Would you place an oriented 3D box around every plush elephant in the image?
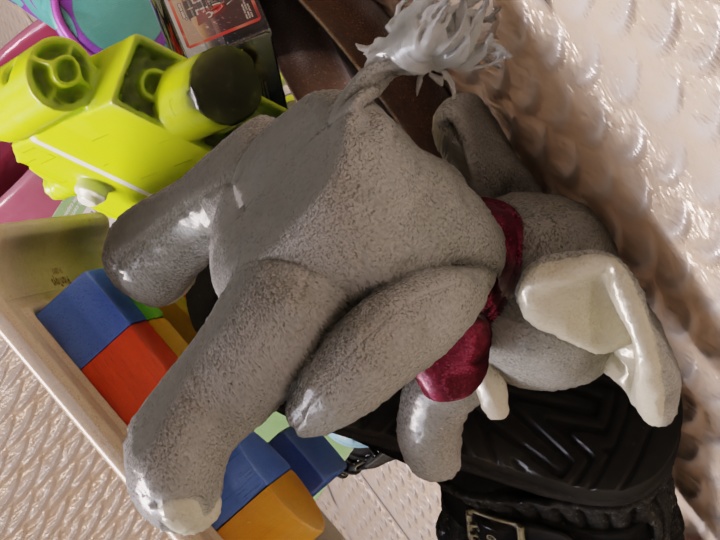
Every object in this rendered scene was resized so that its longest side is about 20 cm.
[{"bbox_3d":[0.022,0.008,1.013,0.154,0.200,0.165,34,-163,-28],"label":"plush elephant"}]

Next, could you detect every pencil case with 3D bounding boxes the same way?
[{"bbox_3d":[-0.149,-0.166,1.558,0.092,0.085,0.200,39,179,-24],"label":"pencil case"}]

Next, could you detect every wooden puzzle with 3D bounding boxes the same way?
[{"bbox_3d":[-0.061,0.058,1.117,0.201,0.046,0.185,54,-171,3],"label":"wooden puzzle"}]

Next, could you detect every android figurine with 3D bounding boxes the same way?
[{"bbox_3d":[-0.069,-0.044,1.173,0.181,0.041,0.200,26,161,-23],"label":"android figurine"}]

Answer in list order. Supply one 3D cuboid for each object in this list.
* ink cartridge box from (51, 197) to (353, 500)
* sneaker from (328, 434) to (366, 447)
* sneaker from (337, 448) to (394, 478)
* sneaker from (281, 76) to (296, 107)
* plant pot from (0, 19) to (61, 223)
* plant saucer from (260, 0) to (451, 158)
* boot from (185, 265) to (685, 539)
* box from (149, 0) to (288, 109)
[{"bbox_3d":[-0.073,0.015,1.492,0.200,0.146,0.048,42,-164,23],"label":"ink cartridge box"},{"bbox_3d":[0.012,0.048,1.316,0.074,0.082,0.200,50,-176,32],"label":"sneaker"},{"bbox_3d":[0.014,0.078,1.554,0.076,0.090,0.200,58,171,-4],"label":"sneaker"},{"bbox_3d":[0.000,0.000,1.387,0.201,0.074,0.081,59,169,-31],"label":"sneaker"},{"bbox_3d":[-0.172,-0.046,1.897,0.179,0.200,0.200,42,180,-27],"label":"plant pot"},{"bbox_3d":[0.019,-0.049,1.194,0.201,0.032,0.200,55,173,9],"label":"plant saucer"},{"bbox_3d":[0.032,0.061,1.148,0.210,0.080,0.158,25,163,12],"label":"boot"},{"bbox_3d":[-0.084,-0.154,1.214,0.137,0.040,0.201,81,167,-72],"label":"box"}]
